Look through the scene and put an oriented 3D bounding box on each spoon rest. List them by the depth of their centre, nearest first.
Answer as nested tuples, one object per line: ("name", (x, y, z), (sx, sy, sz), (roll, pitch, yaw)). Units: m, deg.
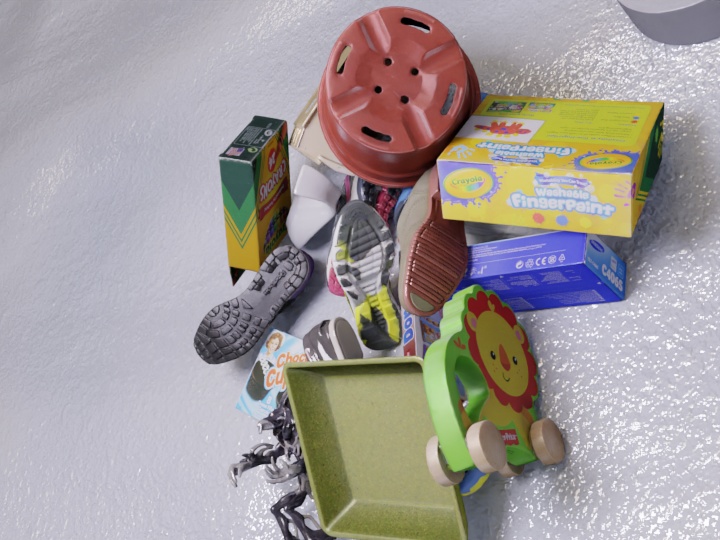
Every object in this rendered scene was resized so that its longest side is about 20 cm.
("spoon rest", (-0.062, -0.085, 1.317), (0.200, 0.060, 0.101), (122, 166, -79))

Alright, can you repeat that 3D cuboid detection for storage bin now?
("storage bin", (-0.006, -0.225, 1.305), (0.200, 0.093, 0.200), (-56, 11, 4))

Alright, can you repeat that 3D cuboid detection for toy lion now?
("toy lion", (0.124, 0.107, 0.994), (0.068, 0.199, 0.194), (-25, 71, 32))

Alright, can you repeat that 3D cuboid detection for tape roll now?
("tape roll", (0.377, -0.357, 1.112), (0.199, 0.066, 0.203), (-22, 54, 33))

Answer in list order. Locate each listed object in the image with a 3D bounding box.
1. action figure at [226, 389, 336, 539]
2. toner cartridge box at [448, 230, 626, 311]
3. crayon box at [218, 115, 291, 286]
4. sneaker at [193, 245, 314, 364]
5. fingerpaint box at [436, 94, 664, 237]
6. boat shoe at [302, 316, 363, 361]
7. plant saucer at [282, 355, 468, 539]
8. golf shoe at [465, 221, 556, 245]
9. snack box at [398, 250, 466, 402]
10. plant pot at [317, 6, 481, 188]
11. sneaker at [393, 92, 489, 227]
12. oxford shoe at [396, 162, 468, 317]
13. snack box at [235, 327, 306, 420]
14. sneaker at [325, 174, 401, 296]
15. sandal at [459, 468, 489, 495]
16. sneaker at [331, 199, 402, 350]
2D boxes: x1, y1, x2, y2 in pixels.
("action figure", (-0.088, 0.232, 1.145), (0.119, 0.101, 0.203), (-28, 67, 54))
("toner cartridge box", (0.175, 0.005, 1.072), (0.198, 0.095, 0.044), (-9, 61, 39))
("crayon box", (-0.138, -0.090, 1.352), (0.050, 0.202, 0.127), (10, 36, 14))
("sneaker", (-0.135, 0.053, 1.344), (0.200, 0.088, 0.076), (-42, 81, 6))
("fingerpaint box", (0.201, -0.114, 1.037), (0.197, 0.074, 0.167), (7, 35, 25))
("boat shoe", (-0.012, 0.154, 1.146), (0.057, 0.067, 0.202), (-24, 79, 30))
("plant saucer", (0.023, 0.182, 1.044), (0.198, 0.048, 0.203), (-7, 100, 41))
("golf shoe", (0.177, -0.074, 1.118), (0.198, 0.091, 0.076), (-9, 59, 38))
("snack box", (0.079, 0.058, 1.116), (0.024, 0.071, 0.202), (-42, 32, 33))
("plant pot", (0.041, -0.196, 1.101), (0.202, 0.200, 0.195), (-54, -1, 4))
("sneaker", (0.105, -0.135, 1.245), (0.201, 0.066, 0.078), (-54, 31, 4))
("oxford shoe", (0.072, -0.029, 1.077), (0.074, 0.070, 0.202), (-29, 33, 47))
("snack box", (-0.067, 0.153, 1.253), (0.199, 0.037, 0.117), (16, 78, 46))
("sneaker", (-0.001, -0.055, 1.290), (0.074, 0.080, 0.202), (-19, 46, 52))
("sandal", (0.067, 0.166, 1.087), (0.080, 0.087, 0.200), (-50, 45, 5))
("sneaker", (0.000, 0.000, 1.180), (0.074, 0.202, 0.085), (-16, 33, -9))
